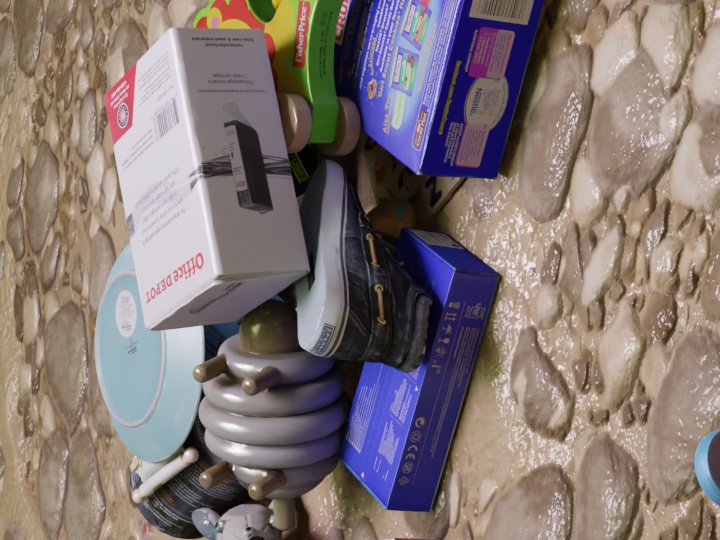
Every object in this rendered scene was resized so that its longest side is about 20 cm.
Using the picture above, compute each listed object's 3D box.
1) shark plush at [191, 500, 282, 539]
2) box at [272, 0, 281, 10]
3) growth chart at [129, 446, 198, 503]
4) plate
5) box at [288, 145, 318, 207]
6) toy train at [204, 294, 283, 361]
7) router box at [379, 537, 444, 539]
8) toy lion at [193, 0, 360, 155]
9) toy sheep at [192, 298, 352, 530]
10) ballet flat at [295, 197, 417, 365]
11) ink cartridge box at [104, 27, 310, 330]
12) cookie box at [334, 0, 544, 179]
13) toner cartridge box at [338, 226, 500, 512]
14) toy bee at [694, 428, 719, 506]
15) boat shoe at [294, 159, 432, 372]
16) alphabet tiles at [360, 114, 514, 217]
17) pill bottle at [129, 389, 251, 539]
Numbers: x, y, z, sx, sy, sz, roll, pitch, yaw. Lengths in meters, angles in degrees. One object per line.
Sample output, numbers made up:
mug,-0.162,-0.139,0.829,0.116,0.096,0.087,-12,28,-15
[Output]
shark plush,-0.081,0.243,1.664,0.200,0.091,0.084,-179,80,-76
box,-0.025,-0.284,1.667,0.112,0.101,0.201,42,122,57
growth chart,-0.184,0.093,1.737,0.145,0.018,0.201,-31,65,54
plate,-0.192,0.067,1.711,0.200,0.026,0.201,2,93,58
box,-0.109,-0.090,1.748,0.200,0.047,0.193,62,152,-4
toy train,-0.143,0.061,1.809,0.114,0.087,0.200,42,147,12
router box,-0.002,0.307,1.558,0.200,0.049,0.180,-18,68,60
toy lion,-0.077,-0.176,1.570,0.192,0.069,0.201,20,107,49
toy sheep,-0.071,0.119,1.602,0.138,0.138,0.201,-144,52,-59
ballet flat,-0.003,0.014,1.625,0.200,0.069,0.063,-51,15,45
ink cartridge box,-0.121,-0.068,1.519,0.144,0.084,0.201,-32,65,57
cookie box,0.051,-0.183,1.516,0.200,0.075,0.172,44,125,56
toner cartridge box,0.043,0.077,1.528,0.095,0.043,0.201,43,122,58
toy bee,0.241,0.126,1.111,0.200,0.109,0.131,-62,17,-11
boat shoe,0.000,0.000,1.502,0.201,0.091,0.071,-93,27,-48
alphabet tiles,0.055,-0.129,1.588,0.200,0.008,0.168,-52,41,45
pill bottle,-0.123,0.157,1.757,0.200,0.106,0.106,-45,47,50
